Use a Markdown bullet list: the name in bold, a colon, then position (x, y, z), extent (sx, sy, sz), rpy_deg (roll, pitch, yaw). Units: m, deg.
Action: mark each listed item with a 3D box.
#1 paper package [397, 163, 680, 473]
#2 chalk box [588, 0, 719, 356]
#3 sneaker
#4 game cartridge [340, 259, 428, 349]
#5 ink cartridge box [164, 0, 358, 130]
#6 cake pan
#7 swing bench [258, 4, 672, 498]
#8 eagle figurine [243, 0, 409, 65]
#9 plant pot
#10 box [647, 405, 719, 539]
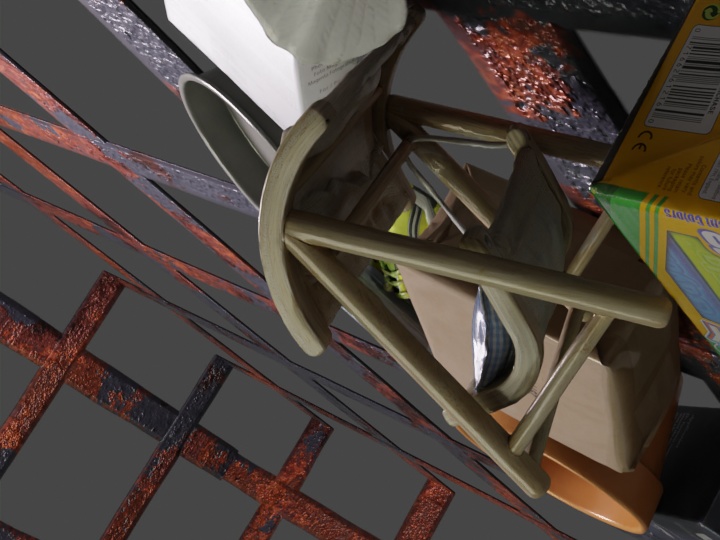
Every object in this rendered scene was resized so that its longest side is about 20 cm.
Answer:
- **paper package**: position (0.142, 0.041, 0.910), extent (0.190, 0.104, 0.200), rpy_deg (26, 159, 28)
- **chalk box**: position (0.213, -0.019, 0.503), extent (0.123, 0.125, 0.200), rpy_deg (18, 163, 48)
- **sneaker**: position (0.045, -0.018, 1.045), extent (0.200, 0.077, 0.075), rpy_deg (41, 167, -32)
- **game cartridge**: position (0.000, 0.000, 1.135), extent (0.133, 0.041, 0.200), rpy_deg (38, -167, -19)
- **ink cartridge box**: position (-0.069, -0.185, 0.683), extent (0.163, 0.057, 0.201), rpy_deg (45, 155, 28)
- **cake pan**: position (-0.080, -0.098, 1.022), extent (0.200, 0.037, 0.201), rpy_deg (45, 166, 15)
- **swing bench**: position (0.057, -0.024, 0.640), extent (0.199, 0.130, 0.199), rpy_deg (30, -149, 3)
- **eagle figurine**: position (0.010, -0.174, 0.401), extent (0.151, 0.151, 0.200), rpy_deg (54, 170, -8)
- **plant pot**: position (0.200, 0.126, 1.074), extent (0.199, 0.141, 0.200), rpy_deg (30, 167, 8)
- **box**: position (0.367, 0.225, 1.100), extent (0.196, 0.118, 0.200), rpy_deg (33, 169, -9)
